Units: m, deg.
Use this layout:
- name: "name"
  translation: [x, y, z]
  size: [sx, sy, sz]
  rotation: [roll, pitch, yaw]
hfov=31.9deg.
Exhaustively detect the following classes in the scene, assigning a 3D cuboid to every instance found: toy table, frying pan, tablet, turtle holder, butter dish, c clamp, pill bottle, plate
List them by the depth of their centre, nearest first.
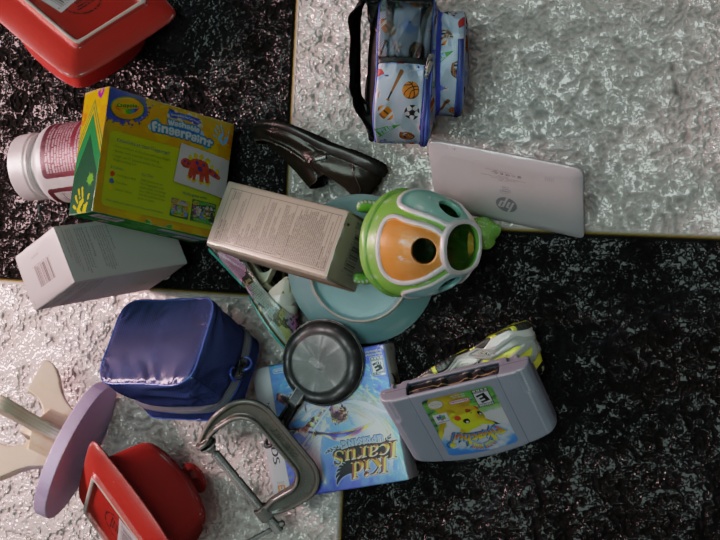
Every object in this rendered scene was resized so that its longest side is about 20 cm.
- name: "turtle holder"
  translation: [0.088, -0.027, 1.571]
  size: [0.131, 0.185, 0.142]
  rotation: [4, 74, 42]
- name: "tablet"
  translation: [0.184, -0.101, 1.580]
  size: [0.199, 0.130, 0.014]
  rotation: [14, 55, 20]
- name: "plate"
  translation: [0.000, 0.000, 1.662]
  size: [0.199, 0.026, 0.201]
  rotation: [1, 98, 8]
- name: "frying pan"
  translation: [-0.082, 0.142, 1.668]
  size: [0.190, 0.031, 0.115]
  rotation: [-33, 81, 13]
- name: "c clamp"
  translation: [-0.146, 0.268, 1.668]
  size: [0.170, 0.027, 0.201]
  rotation: [-27, 106, 20]
- name: "butter dish"
  translation: [-0.278, 0.317, 1.724]
  size: [0.200, 0.147, 0.200]
  rotation: [50, 147, 16]
- name: "toy table"
  translation: [-0.442, 0.233, 1.775]
  size: [0.117, 0.184, 0.201]
  rotation: [22, 59, 11]
- name: "butter dish"
  translation: [-0.393, -0.335, 1.783]
  size: [0.199, 0.148, 0.200]
  rotation: [40, 60, 16]
- name: "pill bottle"
  translation: [-0.391, -0.156, 1.788]
  size: [0.199, 0.114, 0.115]
  rotation: [-5, 88, 20]

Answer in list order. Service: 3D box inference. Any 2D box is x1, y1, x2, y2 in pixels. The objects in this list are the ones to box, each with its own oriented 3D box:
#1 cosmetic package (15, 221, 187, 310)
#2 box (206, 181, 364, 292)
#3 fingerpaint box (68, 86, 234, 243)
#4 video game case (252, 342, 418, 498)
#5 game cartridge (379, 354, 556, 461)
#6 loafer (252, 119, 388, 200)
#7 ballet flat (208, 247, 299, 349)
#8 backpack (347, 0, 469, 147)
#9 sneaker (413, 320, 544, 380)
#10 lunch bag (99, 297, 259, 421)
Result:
- name: "cosmetic package"
  translation: [-0.350, -0.013, 1.714]
  size: [0.107, 0.200, 0.085]
  rotation: [-30, 79, 38]
- name: "box"
  translation: [-0.091, -0.045, 1.627]
  size: [0.199, 0.078, 0.095]
  rotation: [17, 85, 32]
- name: "fingerpaint box"
  translation: [-0.278, -0.137, 1.687]
  size: [0.073, 0.199, 0.168]
  rotation: [-3, 78, 49]
- name: "video game case"
  translation: [-0.037, 0.204, 1.690]
  size: [0.199, 0.045, 0.182]
  rotation: [-12, 86, 19]
- name: "game cartridge"
  translation: [0.139, 0.180, 1.590]
  size: [0.199, 0.134, 0.041]
  rotation: [-16, 39, 20]
- name: "loafer"
  translation: [-0.064, -0.146, 1.688]
  size: [0.199, 0.073, 0.072]
  rotation: [24, 95, 19]
- name: "ballet flat"
  translation: [-0.130, 0.015, 1.718]
  size: [0.071, 0.069, 0.200]
  rotation: [-42, 72, 11]
- name: "backpack"
  translation: [0.063, -0.252, 1.596]
  size: [0.153, 0.200, 0.192]
  rotation: [11, 96, 7]
- name: "sneaker"
  translation: [0.142, 0.139, 1.611]
  size: [0.199, 0.075, 0.077]
  rotation: [-29, 86, 22]
- name: "lunch bag"
  translation: [-0.231, 0.123, 1.696]
  size: [0.199, 0.132, 0.136]
  rotation: [-1, 60, 34]
